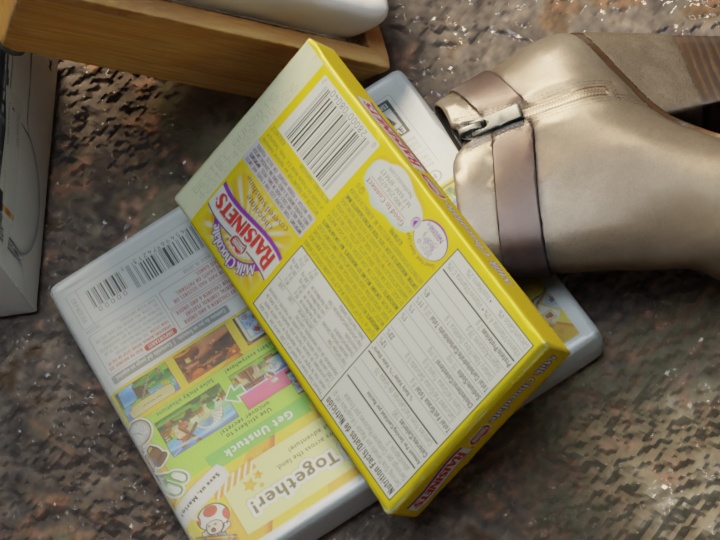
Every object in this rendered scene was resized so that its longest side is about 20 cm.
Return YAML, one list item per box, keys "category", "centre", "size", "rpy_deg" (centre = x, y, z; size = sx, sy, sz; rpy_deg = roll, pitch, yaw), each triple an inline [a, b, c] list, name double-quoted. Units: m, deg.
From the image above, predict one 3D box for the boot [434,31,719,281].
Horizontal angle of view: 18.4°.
- category: "boot"
  centre: [0.116, -0.024, 0.960]
  size: [0.145, 0.070, 0.201]
  rpy_deg: [-15, 50, 0]

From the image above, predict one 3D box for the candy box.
- category: "candy box"
  centre: [0.000, 0.000, 0.965]
  size: [0.102, 0.026, 0.200]
  rpy_deg: [-49, 55, 19]

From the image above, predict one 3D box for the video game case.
- category: "video game case"
  centre: [-0.020, 0.023, 1.009]
  size: [0.199, 0.023, 0.182]
  rpy_deg: [-32, 57, -4]

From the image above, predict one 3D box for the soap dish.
- category: "soap dish"
  centre: [-0.093, -0.161, 1.049]
  size: [0.081, 0.199, 0.158]
  rpy_deg: [-48, 47, 37]

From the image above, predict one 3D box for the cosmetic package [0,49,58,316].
- category: "cosmetic package"
  centre: [-0.201, -0.090, 1.021]
  size: [0.051, 0.200, 0.152]
  rpy_deg: [-9, 59, 12]
